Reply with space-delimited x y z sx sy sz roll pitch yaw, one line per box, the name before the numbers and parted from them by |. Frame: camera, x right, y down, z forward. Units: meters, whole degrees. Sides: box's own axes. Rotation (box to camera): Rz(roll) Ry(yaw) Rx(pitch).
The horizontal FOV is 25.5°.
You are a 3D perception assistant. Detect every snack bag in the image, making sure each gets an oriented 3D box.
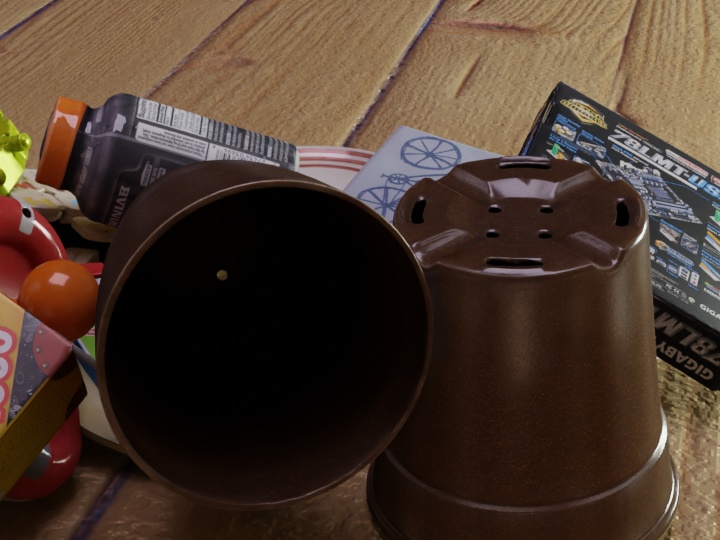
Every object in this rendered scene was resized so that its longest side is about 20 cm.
snack bag | 0.084 -0.042 1.213 0.198 0.022 0.189 16 35 16

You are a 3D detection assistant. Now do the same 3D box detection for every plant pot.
plant pot | 0.096 0.050 0.966 0.198 0.200 0.201 -4 29 2
plant pot | -0.078 0.010 0.933 0.185 0.189 0.200 -8 22 -16

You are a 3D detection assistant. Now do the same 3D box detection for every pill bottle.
pill bottle | -0.157 -0.078 1.273 0.198 0.107 0.106 16 22 -12

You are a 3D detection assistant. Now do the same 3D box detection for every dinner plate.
dinner plate | -0.042 -0.071 1.448 0.198 0.024 0.201 2 24 -1

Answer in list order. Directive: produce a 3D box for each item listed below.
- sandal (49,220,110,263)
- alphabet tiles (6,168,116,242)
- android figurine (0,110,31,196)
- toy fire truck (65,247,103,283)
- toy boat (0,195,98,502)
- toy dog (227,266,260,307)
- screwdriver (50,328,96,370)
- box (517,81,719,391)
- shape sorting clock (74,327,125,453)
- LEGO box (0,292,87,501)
sandal | -0.292 -0.039 1.353 0.198 0.048 0.075 4 25 9
alphabet tiles | -0.213 -0.059 1.373 0.198 0.015 0.195 3 18 -31
android figurine | -0.362 -0.076 1.350 0.199 0.041 0.183 -8 38 34
toy fire truck | -0.227 0.010 1.248 0.198 0.049 0.141 -12 26 -25
toy boat | -0.215 0.036 1.007 0.130 0.130 0.201 28 40 -44
toy dog | -0.004 0.038 1.078 0.198 0.097 0.132 -9 -20 19
screwdriver | -0.114 0.088 0.954 0.029 0.200 0.028 20 72 47
box | 0.200 -0.032 1.158 0.199 0.050 0.199 30 36 -2
shape sorting clock | -0.122 0.075 1.119 0.198 0.040 0.201 7 33 -5
LEGO box | -0.272 0.090 0.883 0.148 0.077 0.201 33 68 11
